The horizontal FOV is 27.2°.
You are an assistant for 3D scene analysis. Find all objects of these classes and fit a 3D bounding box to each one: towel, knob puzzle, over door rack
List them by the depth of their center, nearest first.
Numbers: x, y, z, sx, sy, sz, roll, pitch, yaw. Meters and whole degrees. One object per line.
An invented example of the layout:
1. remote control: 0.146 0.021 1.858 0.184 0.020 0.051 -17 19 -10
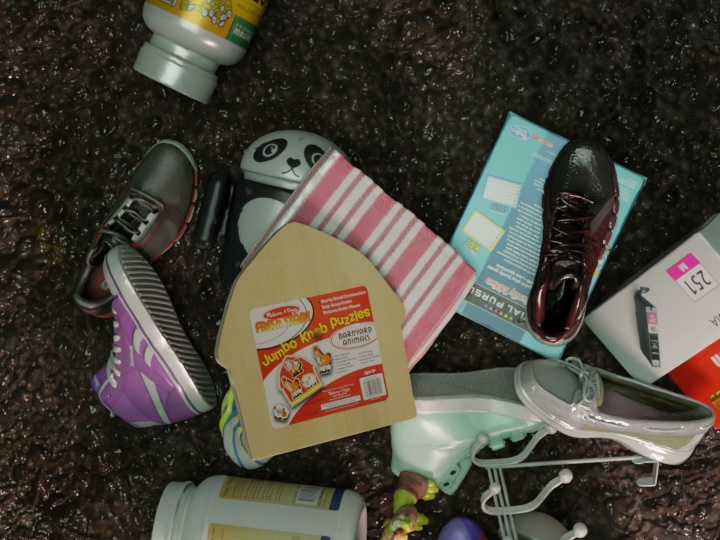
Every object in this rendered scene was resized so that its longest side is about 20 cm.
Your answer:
1. knob puzzle: -0.048 0.056 1.371 0.217 0.030 0.223 3 83 -27
2. over door rack: 0.211 0.215 1.401 0.197 0.149 0.067 7 126 -11
3. towel: 0.000 0.000 1.416 0.199 0.030 0.147 40 85 -15

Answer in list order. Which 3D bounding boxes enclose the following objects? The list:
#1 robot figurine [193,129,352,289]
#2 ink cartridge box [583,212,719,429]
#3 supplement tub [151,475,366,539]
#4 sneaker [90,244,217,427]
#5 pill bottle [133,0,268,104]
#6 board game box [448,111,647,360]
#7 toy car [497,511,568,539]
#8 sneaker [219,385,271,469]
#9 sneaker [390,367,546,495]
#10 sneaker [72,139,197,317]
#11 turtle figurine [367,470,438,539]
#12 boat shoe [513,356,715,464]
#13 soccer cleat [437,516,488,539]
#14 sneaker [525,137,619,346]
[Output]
1. robot figurine: -0.072 -0.037 1.464 0.124 0.149 0.203 16 96 50
2. ink cartridge box: 0.325 0.062 1.396 0.174 0.200 0.043 49 55 4
3. supplement tub: -0.099 0.280 1.471 0.197 0.144 0.147 6 93 7
4. sneaker: -0.235 0.076 1.492 0.113 0.073 0.202 -18 114 14
5. pill bottle: -0.148 -0.275 1.472 0.112 0.113 0.202 26 95 5
6. board game box: 0.172 -0.033 1.473 0.150 0.047 0.202 26 95 5
7. toy car: 0.184 0.337 1.407 0.199 0.150 0.176 40 70 -9
8. sneaker: -0.102 0.147 1.447 0.075 0.106 0.201 15 131 -3
9. sneaker: 0.123 0.164 1.486 0.197 0.074 0.120 2 118 -8
10. sneaker: -0.229 -0.038 1.506 0.076 0.082 0.202 27 95 5
11. turtle figurine: 0.028 0.284 1.426 0.063 0.162 0.202 8 128 12
12. boat shoe: 0.243 0.125 1.433 0.200 0.075 0.065 22 131 -10
13. soccer cleat: 0.099 0.350 1.483 0.066 0.076 0.203 5 93 7
14. sneaker: 0.200 -0.024 1.388 0.075 0.115 0.203 9 94 6
